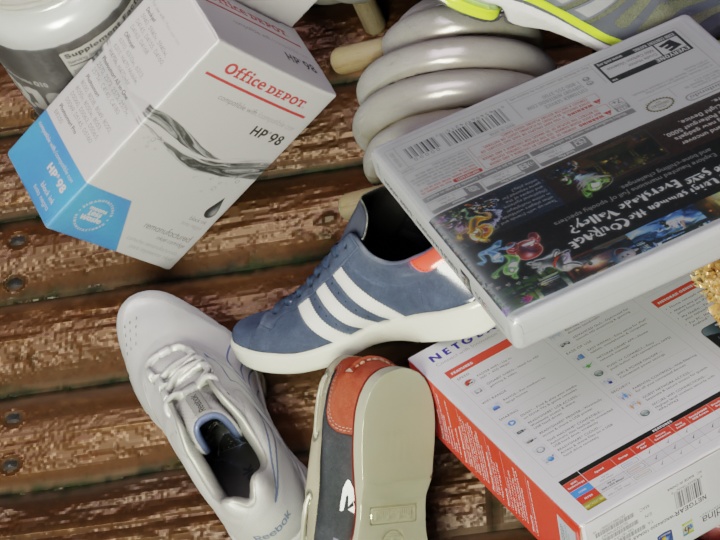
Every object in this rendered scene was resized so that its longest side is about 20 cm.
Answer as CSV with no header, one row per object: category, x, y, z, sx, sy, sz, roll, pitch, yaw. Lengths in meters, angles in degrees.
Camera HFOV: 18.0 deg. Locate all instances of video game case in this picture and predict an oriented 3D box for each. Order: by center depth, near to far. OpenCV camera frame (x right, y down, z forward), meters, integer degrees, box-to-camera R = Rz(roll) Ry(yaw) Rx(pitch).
video game case,0.128,-0.051,1.178,0.199,0.023,0.182,-23,37,-11

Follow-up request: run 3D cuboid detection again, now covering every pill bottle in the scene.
pill bottle,-0.176,-0.162,1.391,0.113,0.200,0.115,-7,60,13

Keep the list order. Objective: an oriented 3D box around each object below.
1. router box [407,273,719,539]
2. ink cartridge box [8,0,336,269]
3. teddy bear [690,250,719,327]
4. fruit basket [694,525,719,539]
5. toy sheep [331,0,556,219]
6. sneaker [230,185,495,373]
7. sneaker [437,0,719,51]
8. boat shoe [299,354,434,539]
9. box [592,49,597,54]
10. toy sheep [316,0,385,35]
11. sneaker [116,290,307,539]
router box,0.155,0.062,1.207,0.199,0.049,0.179,-26,36,-15
ink cartridge box,-0.100,-0.101,1.353,0.200,0.115,0.067,-45,55,19
teddy bear,0.269,0.003,1.159,0.199,0.067,0.145,-25,40,-29
fruit basket,0.192,0.149,1.201,0.184,0.094,0.201,13,51,22
toy sheep,0.055,-0.093,1.327,0.137,0.138,0.202,-8,78,13
sneaker,0.000,0.000,1.276,0.199,0.085,0.075,-14,15,35
sneaker,0.132,-0.173,1.268,0.198,0.081,0.074,9,46,-13
boat shoe,-0.003,0.146,1.236,0.062,0.071,0.202,10,96,54
box,0.244,-0.086,1.279,0.198,0.044,0.161,-9,47,-3
toy sheep,-0.021,-0.233,1.432,0.200,0.138,0.138,38,78,30
sneaker,-0.085,0.079,1.309,0.074,0.087,0.200,-37,57,-3
